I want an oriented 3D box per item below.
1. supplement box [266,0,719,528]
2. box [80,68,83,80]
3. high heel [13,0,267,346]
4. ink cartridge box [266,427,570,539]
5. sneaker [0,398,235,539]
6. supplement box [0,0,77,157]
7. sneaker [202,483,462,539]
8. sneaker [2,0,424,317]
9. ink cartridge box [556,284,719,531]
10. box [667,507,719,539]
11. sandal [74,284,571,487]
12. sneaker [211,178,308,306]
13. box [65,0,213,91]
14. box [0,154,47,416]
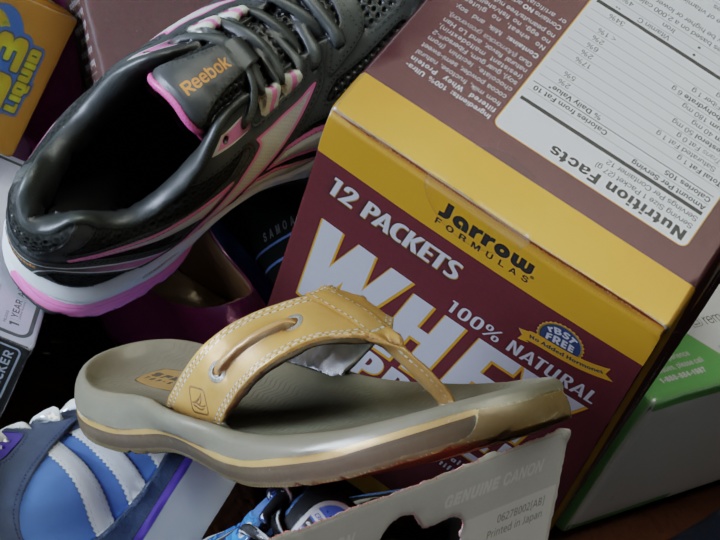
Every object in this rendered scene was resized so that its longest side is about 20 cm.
[{"bbox_3d":[0.075,-0.028,0.881,0.132,0.198,0.200,34,56,9],"label":"supplement box"},{"bbox_3d":[-0.112,-0.180,1.086,0.103,0.149,0.200,-5,29,14],"label":"box"},{"bbox_3d":[-0.082,-0.027,0.972,0.200,0.096,0.067,41,33,17],"label":"high heel"},{"bbox_3d":[-0.017,0.146,0.688,0.050,0.201,0.160,22,23,35],"label":"ink cartridge box"},{"bbox_3d":[-0.126,0.066,0.819,0.146,0.081,0.200,34,38,-5],"label":"sneaker"},{"bbox_3d":[-0.196,-0.113,0.962,0.069,0.067,0.200,23,8,-38],"label":"supplement box"},{"bbox_3d":[-0.038,0.103,0.727,0.199,0.089,0.079,-14,55,-49],"label":"sneaker"},{"bbox_3d":[-0.047,-0.061,0.843,0.080,0.200,0.086,43,-8,7],"label":"sneaker"},{"bbox_3d":[0.090,0.009,1.071,0.146,0.085,0.200,-11,50,-47],"label":"ink cartridge box"},{"bbox_3d":[0.211,0.128,0.875,0.196,0.200,0.118,-5,65,-43],"label":"box"},{"bbox_3d":[-0.023,0.031,0.740,0.080,0.054,0.199,-15,14,-41],"label":"sandal"},{"bbox_3d":[0.000,0.000,0.999,0.070,0.078,0.200,-7,39,-42],"label":"sneaker"},{"bbox_3d":[-0.072,-0.137,0.926,0.099,0.202,0.075,-15,6,-11],"label":"box"},{"bbox_3d":[-0.215,-0.020,0.890,0.199,0.060,0.117,23,33,-12],"label":"box"}]
